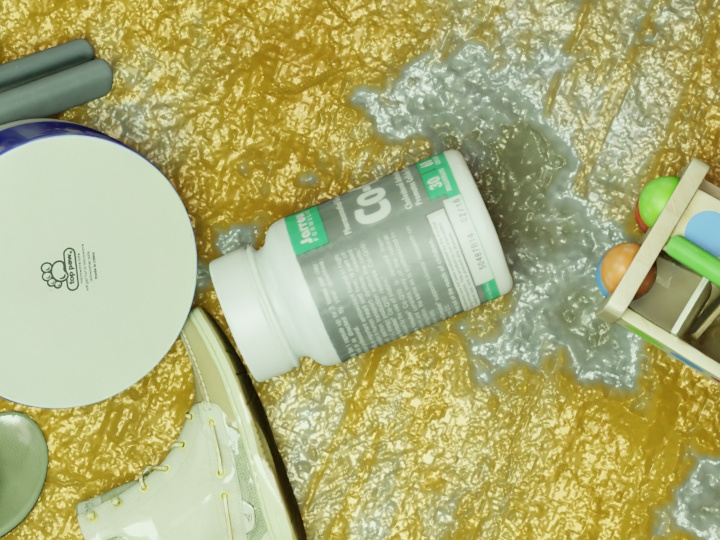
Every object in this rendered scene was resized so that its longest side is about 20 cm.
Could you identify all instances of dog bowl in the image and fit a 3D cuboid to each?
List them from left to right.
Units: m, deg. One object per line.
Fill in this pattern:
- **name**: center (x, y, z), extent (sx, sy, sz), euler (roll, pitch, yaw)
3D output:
- **dog bowl**: center (-0.220, -0.005, 1.472), extent (0.199, 0.079, 0.201), euler (-5, 102, -24)

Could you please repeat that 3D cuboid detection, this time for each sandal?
- **sandal**: center (-0.298, 0.170, 1.481), extent (0.080, 0.057, 0.201), euler (43, 50, 8)

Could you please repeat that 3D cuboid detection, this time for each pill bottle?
- **pill bottle**: center (0.000, 0.000, 1.484), extent (0.199, 0.113, 0.114), euler (-23, 85, 1)

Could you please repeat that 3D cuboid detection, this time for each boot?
- **boot**: center (-0.140, 0.141, 1.508), extent (0.154, 0.072, 0.201), euler (-21, 86, 5)

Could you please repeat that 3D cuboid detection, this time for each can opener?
- **can opener**: center (-0.269, -0.128, 1.489), extent (0.199, 0.067, 0.053), euler (-21, 56, -35)

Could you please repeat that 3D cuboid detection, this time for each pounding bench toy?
- **pounding bench toy**: center (0.250, 0.006, 1.424), extent (0.156, 0.200, 0.125), euler (31, 89, 4)
